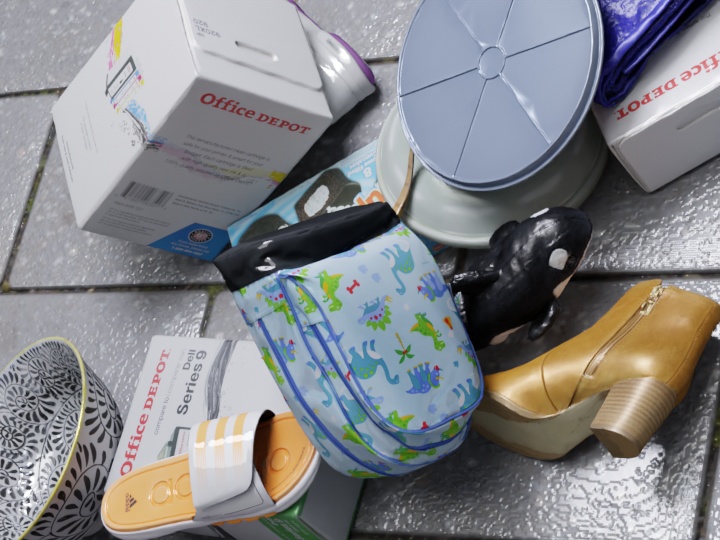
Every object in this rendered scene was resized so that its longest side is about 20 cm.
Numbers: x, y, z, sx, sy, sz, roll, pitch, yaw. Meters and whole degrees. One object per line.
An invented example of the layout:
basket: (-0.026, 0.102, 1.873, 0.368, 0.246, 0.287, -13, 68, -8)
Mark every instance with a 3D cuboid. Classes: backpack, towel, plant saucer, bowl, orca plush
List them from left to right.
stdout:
bowl: (-0.256, 0.166, 1.736, 0.200, 0.094, 0.202, -33, 42, 36)
backpack: (0.004, 0.057, 1.542, 0.153, 0.162, 0.202, -9, 96, 47)
orca plush: (0.087, 0.009, 1.600, 0.199, 0.071, 0.106, -26, 57, 40)
plant saucer: (0.104, -0.114, 1.688, 0.198, 0.050, 0.202, -8, 56, 12)
towel: (0.179, -0.233, 1.630, 0.148, 0.050, 0.200, -47, 48, 1)

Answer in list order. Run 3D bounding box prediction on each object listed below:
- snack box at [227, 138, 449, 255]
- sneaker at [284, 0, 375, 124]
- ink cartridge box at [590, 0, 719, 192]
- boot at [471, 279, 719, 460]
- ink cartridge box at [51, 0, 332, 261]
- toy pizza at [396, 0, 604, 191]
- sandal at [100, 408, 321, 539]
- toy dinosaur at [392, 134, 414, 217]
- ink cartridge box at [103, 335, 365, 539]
snack box: (-0.012, -0.034, 1.751, 0.199, 0.037, 0.117, -30, 52, 14)
sneaker: (-0.076, -0.192, 1.862, 0.100, 0.075, 0.200, -47, 49, -2)
ink cartridge box: (0.244, -0.184, 1.647, 0.144, 0.084, 0.201, -30, 51, 15)
boot: (0.173, 0.069, 1.564, 0.200, 0.071, 0.144, 4, 50, 46)
ink cartridge box: (-0.147, -0.136, 1.779, 0.200, 0.146, 0.146, -46, 46, 33)
toy pizza: (0.111, -0.159, 1.612, 0.199, 0.032, 0.202, -10, 74, 39)
sandal: (-0.124, 0.158, 1.584, 0.205, 0.059, 0.080, -21, 56, 21)
toy dinosaur: (0.000, 0.000, 1.661, 0.060, 0.106, 0.201, 34, 65, 3)
ink cartridge box: (-0.093, 0.138, 1.669, 0.198, 0.084, 0.147, 2, 65, 33)
